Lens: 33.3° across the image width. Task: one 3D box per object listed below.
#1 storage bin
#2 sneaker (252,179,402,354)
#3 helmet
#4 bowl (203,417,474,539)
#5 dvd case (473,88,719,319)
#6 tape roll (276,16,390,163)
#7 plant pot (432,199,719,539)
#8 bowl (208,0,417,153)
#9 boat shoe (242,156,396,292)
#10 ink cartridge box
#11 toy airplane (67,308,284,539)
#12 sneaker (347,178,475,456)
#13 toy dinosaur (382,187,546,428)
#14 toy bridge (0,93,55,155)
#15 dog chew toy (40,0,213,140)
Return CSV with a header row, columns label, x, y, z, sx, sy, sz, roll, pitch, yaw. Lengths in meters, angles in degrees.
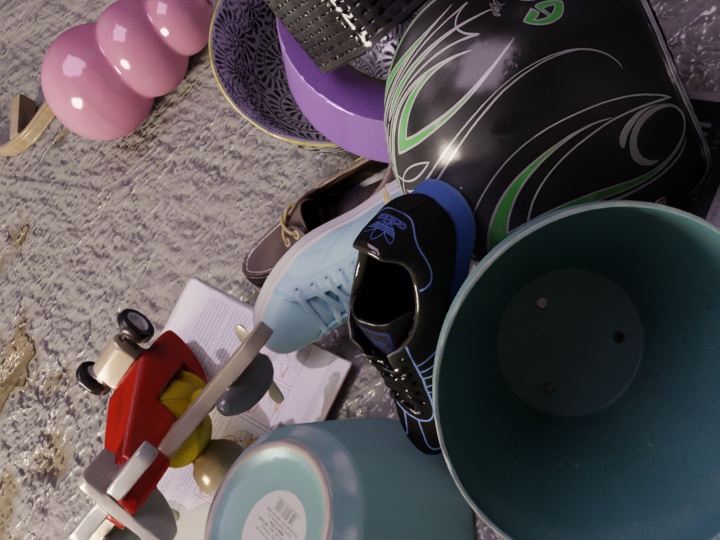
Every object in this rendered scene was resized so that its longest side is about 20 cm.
label,x,y,z,sx,sy,sz,roll,pitch,yaw
storage bin,0.029,-0.239,0.825,0.200,0.094,0.135,-43,12,-12
sneaker,0.000,0.000,0.901,0.200,0.074,0.082,-41,25,9
helmet,0.106,-0.099,0.770,0.189,0.200,0.201,-23,51,14
bowl,-0.032,0.185,0.823,0.199,0.105,0.203,-20,55,33
dvd case,0.174,-0.057,0.828,0.199,0.025,0.152,17,81,48
tape roll,0.036,-0.186,0.926,0.198,0.066,0.202,-1,68,3
plant pot,0.136,0.055,0.702,0.201,0.199,0.135,-54,6,5
bowl,-0.022,-0.172,1.009,0.198,0.094,0.203,-1,67,2
boat shoe,-0.029,-0.040,0.990,0.199,0.059,0.072,-26,51,32
ink cartridge box,-0.112,0.131,0.985,0.175,0.045,0.201,25,86,26
toy airplane,-0.140,0.134,0.890,0.199,0.140,0.201,-13,50,58
sneaker,0.029,0.044,0.745,0.070,0.202,0.078,22,41,37
toy dinosaur,0.064,0.042,0.826,0.101,0.058,0.201,-45,71,44
toy bridge,-0.412,-0.182,1.472,0.199,0.027,0.068,-27,53,31
dog chew toy,-0.238,-0.227,1.264,0.199,0.124,0.125,-34,47,15
